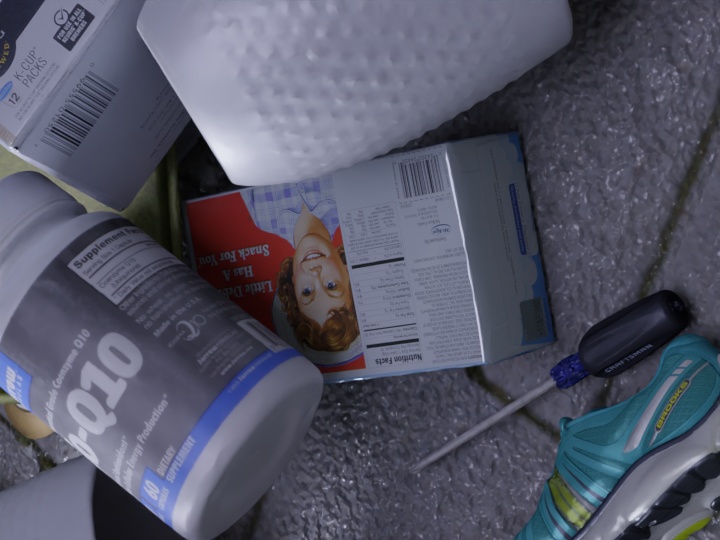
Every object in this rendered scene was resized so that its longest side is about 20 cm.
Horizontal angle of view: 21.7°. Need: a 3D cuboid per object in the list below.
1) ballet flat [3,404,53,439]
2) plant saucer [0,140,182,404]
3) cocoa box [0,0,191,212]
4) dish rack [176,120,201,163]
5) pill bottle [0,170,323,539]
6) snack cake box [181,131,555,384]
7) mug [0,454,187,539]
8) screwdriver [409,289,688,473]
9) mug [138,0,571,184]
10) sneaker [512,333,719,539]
[{"bbox_3d":[-0.194,0.037,1.191,0.069,0.063,0.201,49,124,21],"label":"ballet flat"},{"bbox_3d":[-0.185,-0.024,1.105,0.198,0.048,0.202,-3,91,21],"label":"plant saucer"},{"bbox_3d":[-0.138,-0.160,0.992,0.131,0.133,0.201,37,93,22],"label":"cocoa box"},{"bbox_3d":[-0.126,-0.172,1.117,0.200,0.043,0.173,-44,69,34],"label":"dish rack"},{"bbox_3d":[-0.128,0.041,1.000,0.199,0.114,0.114,36,119,16],"label":"pill bottle"},{"bbox_3d":[0.000,0.000,1.022,0.199,0.067,0.116,-9,93,40],"label":"snack cake box"},{"bbox_3d":[-0.179,0.218,1.143,0.174,0.200,0.149,-24,40,18],"label":"mug"},{"bbox_3d":[0.089,0.064,0.978,0.199,0.029,0.028,-35,75,32],"label":"screwdriver"},{"bbox_3d":[-0.008,-0.120,0.924,0.174,0.200,0.148,-32,76,-3],"label":"mug"},{"bbox_3d":[0.124,0.112,0.946,0.200,0.077,0.080,-46,51,29],"label":"sneaker"}]
